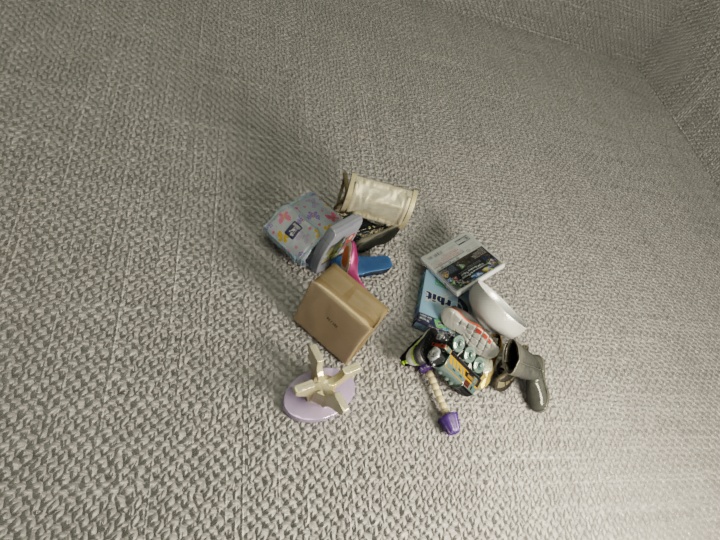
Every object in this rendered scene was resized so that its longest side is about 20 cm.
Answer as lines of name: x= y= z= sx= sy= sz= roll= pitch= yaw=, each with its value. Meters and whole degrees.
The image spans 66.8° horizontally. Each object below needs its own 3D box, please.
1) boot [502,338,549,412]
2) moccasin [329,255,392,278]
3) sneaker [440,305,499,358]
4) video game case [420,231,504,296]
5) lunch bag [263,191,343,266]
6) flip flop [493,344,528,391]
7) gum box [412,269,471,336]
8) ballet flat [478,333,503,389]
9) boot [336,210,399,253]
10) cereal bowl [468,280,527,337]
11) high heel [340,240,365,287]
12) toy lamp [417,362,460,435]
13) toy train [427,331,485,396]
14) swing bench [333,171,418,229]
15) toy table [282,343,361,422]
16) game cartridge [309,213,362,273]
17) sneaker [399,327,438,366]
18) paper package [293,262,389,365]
boot: x=0.465 y=0.298 z=1.533 sx=0.199 sy=0.072 sz=0.184 roll=28 pitch=54 yaw=-53
moccasin: x=0.000 y=0.000 z=1.639 sx=0.198 sy=0.068 sz=0.081 roll=2 pitch=62 yaw=-21
sneaker: x=0.330 y=0.167 z=1.590 sx=0.200 sy=0.077 sz=0.082 roll=43 pitch=37 yaw=15
video game case: x=0.320 y=-0.024 z=1.721 sx=0.199 sy=0.023 sz=0.182 roll=-28 pitch=52 yaw=-20
lunch bag: x=-0.162 y=-0.119 z=1.619 sx=0.169 sy=0.128 sz=0.199 roll=43 pitch=53 yaw=18
flip flop: x=0.438 y=0.283 z=1.615 sx=0.057 sy=0.082 sz=0.200 roll=25 pitch=45 yaw=27
gum box: x=0.256 y=0.113 z=1.678 sx=0.168 sy=0.045 sz=0.201 roll=22 pitch=48 yaw=-8
ballet flat: x=0.369 y=0.257 z=1.602 sx=0.068 sy=0.064 sz=0.200 roll=17 pitch=44 yaw=19
boot: x=0.022 y=-0.151 z=1.760 sx=0.203 sy=0.074 sz=0.154 roll=-26 pitch=65 yaw=-38
cereal bowl: x=0.394 y=0.127 z=1.620 sx=0.200 sy=0.083 sz=0.200 roll=39 pitch=14 yaw=-11
high heel: x=-0.004 y=0.009 z=1.553 sx=0.095 sy=0.202 sz=0.067 roll=-4 pitch=21 yaw=-20
toy lamp: x=0.213 y=0.344 z=1.475 sx=0.058 sy=0.058 sz=0.201 roll=-7 pitch=57 yaw=-28
toy train: x=0.262 y=0.255 z=1.493 sx=0.200 sy=0.085 sz=0.115 roll=45 pitch=67 yaw=-28
swing bench: x=0.039 y=-0.205 z=1.609 sx=0.197 sy=0.131 sz=0.200 roll=14 pitch=9 yaw=-12
toy table: x=-0.090 y=0.285 z=1.347 sx=0.199 sy=0.117 sz=0.184 roll=-28 pitch=69 yaw=-36
game cartridge: x=-0.076 y=-0.072 z=1.569 sx=0.132 sy=0.201 sz=0.041 roll=-28 pitch=71 yaw=-36
sneaker: x=0.166 y=0.218 z=1.540 sx=0.199 sy=0.082 sz=0.072 roll=-19 pitch=86 yaw=-60
paper package: x=-0.055 y=0.117 z=1.440 sx=0.200 sy=0.191 sz=0.103 roll=40 pitch=45 yaw=8
